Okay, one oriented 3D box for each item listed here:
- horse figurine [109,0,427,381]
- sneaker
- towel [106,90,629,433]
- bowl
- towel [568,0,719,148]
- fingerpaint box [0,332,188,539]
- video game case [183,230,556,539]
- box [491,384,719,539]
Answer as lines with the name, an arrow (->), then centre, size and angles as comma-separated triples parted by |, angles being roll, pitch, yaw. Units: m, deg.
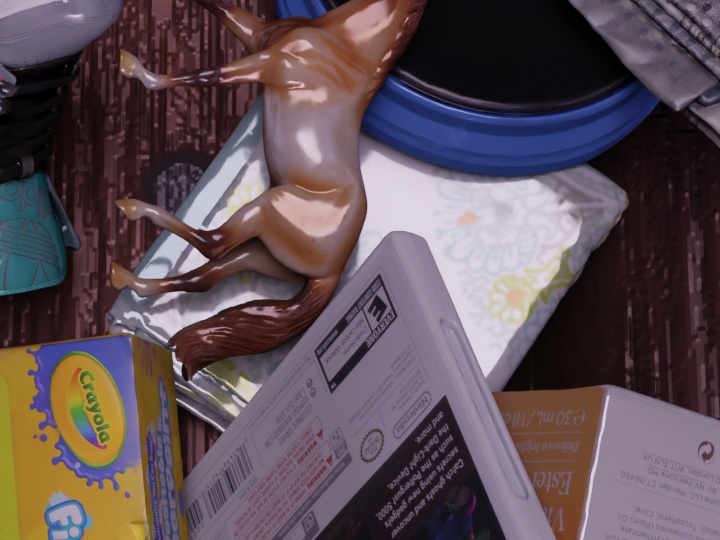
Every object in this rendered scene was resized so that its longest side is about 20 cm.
horse figurine -> -0.040, -0.051, 1.047 | 0.132, 0.050, 0.201 | 3, 87, -6
sneaker -> -0.153, -0.052, 1.058 | 0.083, 0.200, 0.121 | -12, 81, -39
towel -> 0.000, 0.000, 1.109 | 0.171, 0.048, 0.200 | 34, 78, 5
bowl -> 0.059, -0.140, 1.121 | 0.200, 0.039, 0.202 | 4, 63, -8
towel -> 0.173, -0.171, 1.069 | 0.200, 0.035, 0.193 | -43, 71, -2
fingerpaint box -> -0.158, 0.138, 1.036 | 0.166, 0.073, 0.201 | -8, 80, 9
video game case -> -0.004, 0.116, 0.991 | 0.023, 0.200, 0.182 | 9, 44, -37
box -> 0.078, 0.157, 0.995 | 0.106, 0.152, 0.201 | 19, 75, -30
